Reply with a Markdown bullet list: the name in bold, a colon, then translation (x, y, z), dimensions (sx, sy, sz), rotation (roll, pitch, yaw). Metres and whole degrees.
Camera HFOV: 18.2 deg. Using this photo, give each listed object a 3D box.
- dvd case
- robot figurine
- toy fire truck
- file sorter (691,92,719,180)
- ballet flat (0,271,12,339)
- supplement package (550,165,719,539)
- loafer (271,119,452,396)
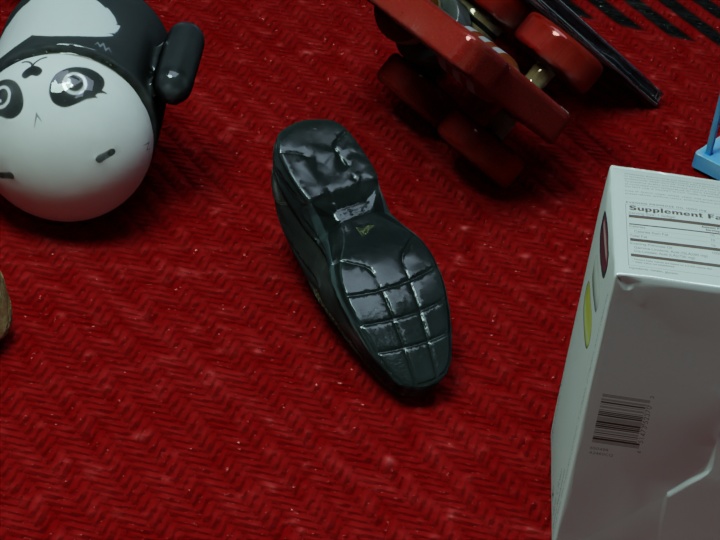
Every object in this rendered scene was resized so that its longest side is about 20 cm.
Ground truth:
- **dvd case**: translation (0.133, -0.200, 1.685), dimensions (0.149, 0.016, 0.200), rotation (43, 7, 39)
- **robot figurine**: translation (-0.191, -0.120, 1.507), dimensions (0.124, 0.150, 0.200), rotation (27, 31, -15)
- **toy fire truck**: translation (0.061, -0.162, 1.568), dimensions (0.168, 0.112, 0.200), rotation (35, 7, -48)
- **file sorter**: translation (0.368, -0.106, 1.615), dimensions (0.199, 0.123, 0.139), rotation (30, 39, 28)
- **ballet flat**: translation (-0.288, 0.038, 1.314), dimensions (0.070, 0.066, 0.200), rotation (31, 40, 28)
- **supplement package**: translation (0.198, 0.062, 1.267), dimensions (0.155, 0.201, 0.111), rotation (8, 34, 0)
- **loafer**: translation (0.000, 0.000, 1.428), dimensions (0.072, 0.072, 0.201), rotation (-12, 61, -22)
